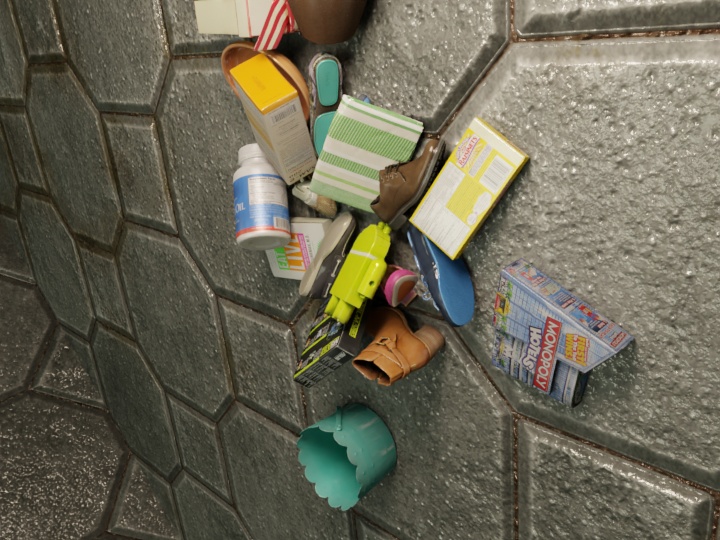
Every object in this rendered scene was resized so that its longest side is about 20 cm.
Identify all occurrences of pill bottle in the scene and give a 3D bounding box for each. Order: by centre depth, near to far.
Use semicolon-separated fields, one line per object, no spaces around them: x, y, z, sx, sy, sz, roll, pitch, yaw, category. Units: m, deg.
-0.204;-0.151;1.342;0.112;0.112;0.202;-24;67;50;pill bottle

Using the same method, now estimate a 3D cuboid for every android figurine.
0.000;0.000;1.186;0.041;0.201;0.182;29;175;-16;android figurine

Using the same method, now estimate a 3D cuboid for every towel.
0.008;-0.192;1.125;0.152;0.023;0.201;18;133;-7;towel

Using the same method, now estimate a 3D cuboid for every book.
-0.125;-0.045;1.396;0.199;0.048;0.135;5;113;43;book

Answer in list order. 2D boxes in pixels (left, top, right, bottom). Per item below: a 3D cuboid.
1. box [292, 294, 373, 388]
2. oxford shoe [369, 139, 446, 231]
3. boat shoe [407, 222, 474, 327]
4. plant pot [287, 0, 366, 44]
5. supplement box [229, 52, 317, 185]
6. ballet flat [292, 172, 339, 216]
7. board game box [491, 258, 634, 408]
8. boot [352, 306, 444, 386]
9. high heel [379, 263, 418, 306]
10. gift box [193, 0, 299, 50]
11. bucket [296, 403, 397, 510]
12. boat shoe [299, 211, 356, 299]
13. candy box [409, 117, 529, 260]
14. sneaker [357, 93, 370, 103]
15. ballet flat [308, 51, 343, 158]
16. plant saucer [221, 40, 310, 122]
-0.047;0.112;1.279;0.047;0.194;0.200;29;141;-16;box
0.072;-0.149;1.082;0.084;0.073;0.200;34;135;-4;oxford shoe
0.137;0.001;1.114;0.069;0.084;0.201;-35;66;57;boat shoe
-0.052;-0.468;1.018;0.187;0.187;0.201;38;148;29;plant pot
-0.151;-0.269;1.180;0.126;0.073;0.200;52;168;29;supplement box
-0.120;-0.182;1.301;0.200;0.065;0.071;53;140;14;ballet flat
0.297;0.112;0.992;0.199;0.061;0.201;27;127;38;board game box
0.039;0.144;1.215;0.199;0.155;0.077;22;130;39;boot
0.052;0.010;1.141;0.096;0.200;0.067;44;95;14;high heel
-0.185;-0.485;1.124;0.186;0.200;0.186;18;126;40;gift box
-0.029;0.401;1.436;0.206;0.134;0.209;23;124;39;bucket
-0.052;-0.025;1.289;0.201;0.062;0.073;-58;22;23;boat shoe
0.164;-0.124;1.013;0.102;0.026;0.201;46;123;22;candy box
-0.005;-0.215;1.171;0.078;0.066;0.201;25;125;5;sneaker
-0.062;-0.301;1.185;0.072;0.072;0.201;33;138;33;ballet flat
-0.171;-0.353;1.234;0.199;0.038;0.200;27;156;13;plant saucer
